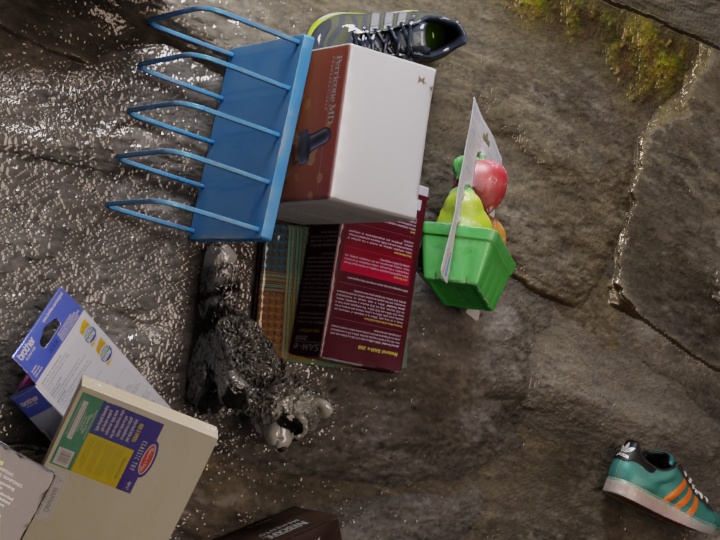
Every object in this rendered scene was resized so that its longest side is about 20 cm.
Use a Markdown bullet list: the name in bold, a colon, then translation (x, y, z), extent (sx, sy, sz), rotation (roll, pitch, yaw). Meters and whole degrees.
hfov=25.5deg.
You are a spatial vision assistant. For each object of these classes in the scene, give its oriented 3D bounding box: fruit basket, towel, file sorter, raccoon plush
- **fruit basket**: translation (0.118, -0.064, 1.744), extent (0.185, 0.094, 0.201), rotation (49, 44, -68)
- **towel**: translation (-0.029, 0.030, 1.692), extent (0.200, 0.022, 0.147), rotation (7, 86, -37)
- **file sorter**: translation (-0.148, -0.139, 1.517), extent (0.123, 0.139, 0.200), rotation (17, 81, -35)
- **raccoon plush**: translation (-0.089, 0.079, 1.586), extent (0.134, 0.097, 0.201), rotation (8, 88, -32)

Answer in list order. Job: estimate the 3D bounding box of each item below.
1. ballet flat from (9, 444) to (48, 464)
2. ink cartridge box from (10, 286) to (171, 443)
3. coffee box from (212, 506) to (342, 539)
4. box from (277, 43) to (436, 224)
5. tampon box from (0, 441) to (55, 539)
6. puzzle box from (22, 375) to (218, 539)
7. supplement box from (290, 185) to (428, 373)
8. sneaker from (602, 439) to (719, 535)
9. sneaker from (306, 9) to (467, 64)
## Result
- **ballet flat**: translation (-0.253, 0.223, 1.483), extent (0.200, 0.075, 0.068), rotation (41, 70, -32)
- **ink cartridge box**: translation (-0.245, 0.124, 1.470), extent (0.200, 0.042, 0.119), rotation (54, 31, -21)
- **coffee box**: translation (-0.070, 0.357, 1.630), extent (0.113, 0.080, 0.201), rotation (-18, 103, -36)
- **box**: translation (-0.035, -0.129, 1.564), extent (0.106, 0.200, 0.153), rotation (12, 83, -35)
- **tampon box**: translation (-0.373, 0.226, 1.328), extent (0.126, 0.150, 0.200), rotation (34, 70, -21)
- **puzzle box**: translation (-0.226, 0.204, 1.423), extent (0.133, 0.025, 0.200), rotation (24, 105, -14)
- **supplement box**: translation (0.000, 0.000, 1.662), extent (0.109, 0.061, 0.201), rotation (14, 82, -35)
- **sneaker**: translation (0.392, 0.275, 2.002), extent (0.200, 0.071, 0.080), rotation (28, 79, -34)
- **sneaker**: translation (0.028, -0.246, 1.688), extent (0.200, 0.081, 0.074), rotation (-19, 103, -37)
